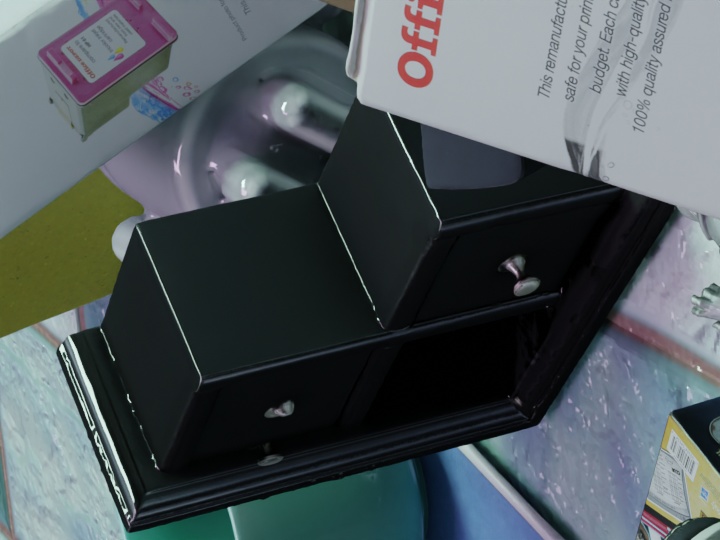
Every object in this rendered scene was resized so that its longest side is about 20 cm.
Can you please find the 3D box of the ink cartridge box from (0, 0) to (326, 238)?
[{"bbox_3d":[-0.127,-0.120,1.249,0.085,0.200,0.145,58,174,-31],"label":"ink cartridge box"}]

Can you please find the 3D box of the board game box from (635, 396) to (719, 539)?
[{"bbox_3d":[0.170,0.162,1.050,0.200,0.035,0.136,54,148,37],"label":"board game box"}]

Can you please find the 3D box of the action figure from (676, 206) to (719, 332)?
[{"bbox_3d":[0.150,-0.003,0.939,0.200,0.118,0.055,48,121,26],"label":"action figure"}]

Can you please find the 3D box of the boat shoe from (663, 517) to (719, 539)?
[{"bbox_3d":[0.119,0.172,1.032,0.060,0.076,0.200,31,131,48],"label":"boat shoe"}]

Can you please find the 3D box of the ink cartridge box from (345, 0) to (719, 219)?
[{"bbox_3d":[0.108,-0.099,0.851,0.200,0.084,0.144,18,131,12],"label":"ink cartridge box"}]

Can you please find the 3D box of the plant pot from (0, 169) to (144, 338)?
[{"bbox_3d":[-0.228,-0.070,1.584,0.194,0.195,0.200,32,138,56],"label":"plant pot"}]

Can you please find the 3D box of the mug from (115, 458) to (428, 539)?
[{"bbox_3d":[-0.033,0.103,1.318,0.152,0.114,0.185,64,152,23],"label":"mug"}]

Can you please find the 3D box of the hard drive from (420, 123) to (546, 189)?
[{"bbox_3d":[0.073,-0.135,0.982,0.042,0.135,0.200,20,123,35],"label":"hard drive"}]

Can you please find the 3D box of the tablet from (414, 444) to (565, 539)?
[{"bbox_3d":[0.045,0.130,1.319,0.200,0.014,0.130,45,141,46],"label":"tablet"}]

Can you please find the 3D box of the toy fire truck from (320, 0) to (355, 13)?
[{"bbox_3d":[-0.004,-0.210,1.093,0.200,0.128,0.176,-116,46,-67],"label":"toy fire truck"}]

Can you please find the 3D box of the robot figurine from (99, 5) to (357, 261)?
[{"bbox_3d":[-0.063,-0.071,1.314,0.170,0.113,0.200,-59,34,1],"label":"robot figurine"}]

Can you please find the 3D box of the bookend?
[{"bbox_3d":[0.000,0.000,1.121,0.092,0.198,0.200,65,153,25],"label":"bookend"}]
